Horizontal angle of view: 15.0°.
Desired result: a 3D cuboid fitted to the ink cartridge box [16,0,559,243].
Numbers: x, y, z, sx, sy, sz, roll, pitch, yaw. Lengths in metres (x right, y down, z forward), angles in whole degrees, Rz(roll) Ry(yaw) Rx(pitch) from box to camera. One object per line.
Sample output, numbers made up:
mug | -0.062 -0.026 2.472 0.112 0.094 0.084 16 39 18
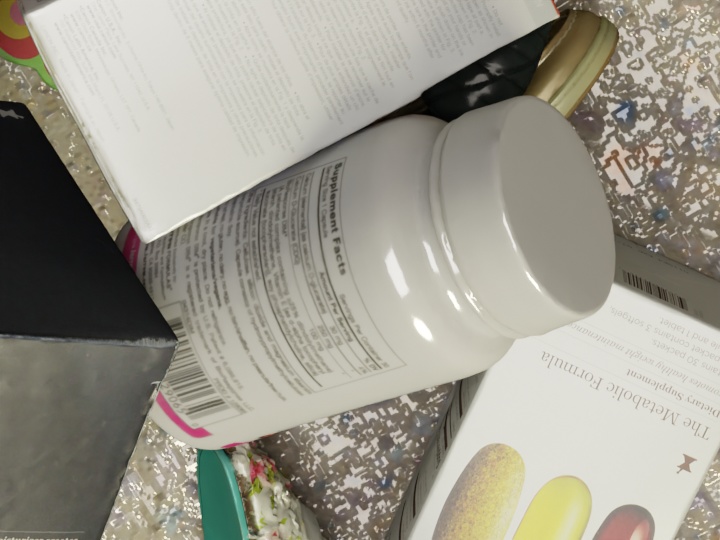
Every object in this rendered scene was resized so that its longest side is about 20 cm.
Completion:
ink cartridge box | -0.030 -0.108 1.137 0.199 0.050 0.109 -28 107 -4

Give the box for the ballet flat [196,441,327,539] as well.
ballet flat | -0.038 0.165 1.306 0.064 0.076 0.201 -13 108 -25

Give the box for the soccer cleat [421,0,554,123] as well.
soccer cleat | 0.053 -0.161 1.179 0.067 0.081 0.201 6 79 19

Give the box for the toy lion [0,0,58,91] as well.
toy lion | -0.082 -0.165 1.235 0.191 0.069 0.201 28 103 5

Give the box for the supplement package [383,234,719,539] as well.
supplement package | 0.091 0.090 1.250 0.113 0.110 0.201 23 103 -2

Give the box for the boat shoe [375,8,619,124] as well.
boat shoe | 0.029 -0.058 1.240 0.200 0.073 0.063 -39 100 12

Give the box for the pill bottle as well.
pill bottle | 0.000 0.000 1.161 0.199 0.113 0.114 -18 102 31

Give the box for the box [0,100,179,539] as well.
box | -0.194 0.053 1.184 0.123 0.200 0.199 6 119 -33
